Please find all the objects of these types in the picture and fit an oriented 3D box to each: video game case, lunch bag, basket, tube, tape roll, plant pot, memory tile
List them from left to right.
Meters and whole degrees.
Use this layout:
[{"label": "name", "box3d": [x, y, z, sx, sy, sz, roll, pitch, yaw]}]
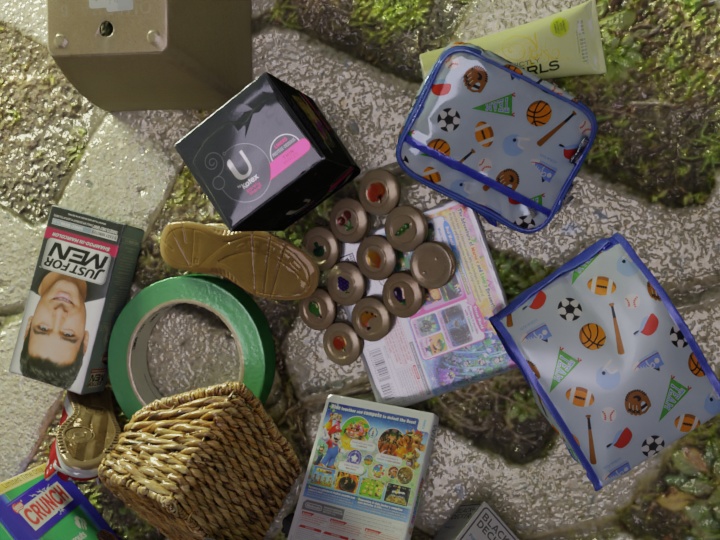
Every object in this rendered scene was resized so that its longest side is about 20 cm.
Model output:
[{"label": "plant pot", "box3d": [-0.240, -0.289, 0.937, 0.196, 0.177, 0.204, 1, 93, 11]}, {"label": "tape roll", "box3d": [-0.200, 0.108, 1.018, 0.196, 0.048, 0.205, 0, 93, 10]}, {"label": "basket", "box3d": [-0.178, 0.217, 0.951, 0.141, 0.201, 0.150, 12, 58, 31]}, {"label": "video game case", "box3d": [-0.001, 0.245, 0.938, 0.141, 0.018, 0.203, 5, 70, 31]}, {"label": "memory tile", "box3d": [0.000, 0.000, 0.956, 0.200, 0.017, 0.154, -41, 79, 26]}, {"label": "video game case", "box3d": [0.074, 0.040, 0.975, 0.179, 0.024, 0.203, -20, 89, 11]}, {"label": "lunch bag", "box3d": [0.143, -0.134, 0.903, 0.197, 0.076, 0.162, 27, 107, -5]}, {"label": "tube", "box3d": [0.163, -0.233, 0.930, 0.196, 0.058, 0.053, -11, 53, 7]}, {"label": "lunch bag", "box3d": [0.250, 0.087, 0.888, 0.169, 0.124, 0.202, -34, 96, 2]}]

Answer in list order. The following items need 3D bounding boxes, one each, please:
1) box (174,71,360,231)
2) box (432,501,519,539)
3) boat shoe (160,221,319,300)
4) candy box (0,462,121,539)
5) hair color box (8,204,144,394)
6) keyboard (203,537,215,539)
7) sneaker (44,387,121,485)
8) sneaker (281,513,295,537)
[{"label": "box", "box3d": [-0.089, -0.117, 0.906, 0.121, 0.200, 0.107, -36, 86, 11]}, {"label": "box", "box3d": [0.100, 0.360, 0.910, 0.117, 0.060, 0.200, 48, 62, -1]}, {"label": "boat shoe", "box3d": [-0.130, -0.019, 0.982, 0.197, 0.069, 0.075, 17, 102, 17]}, {"label": "candy box", "box3d": [-0.358, 0.334, 0.998, 0.077, 0.169, 0.200, -44, 85, 6]}, {"label": "hair color box", "box3d": [-0.337, 0.035, 1.021, 0.097, 0.061, 0.204, 14, 89, 10]}, {"label": "keyboard", "box3d": [-0.157, 0.334, 0.933, 0.055, 0.011, 0.201, 14, 141, -8]}, {"label": "sneaker", "box3d": [-0.322, 0.218, 0.984, 0.070, 0.200, 0.114, 12, 102, -19]}, {"label": "sneaker", "box3d": [0.007, 0.315, 0.981, 0.197, 0.067, 0.091, 25, 73, 14]}]
